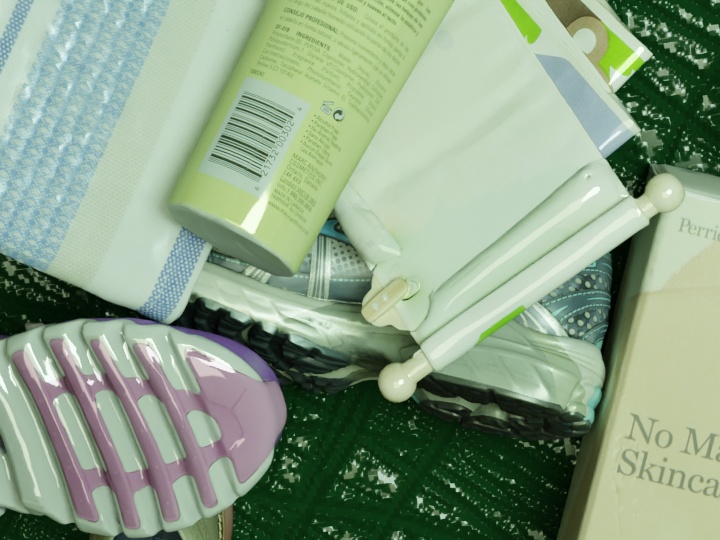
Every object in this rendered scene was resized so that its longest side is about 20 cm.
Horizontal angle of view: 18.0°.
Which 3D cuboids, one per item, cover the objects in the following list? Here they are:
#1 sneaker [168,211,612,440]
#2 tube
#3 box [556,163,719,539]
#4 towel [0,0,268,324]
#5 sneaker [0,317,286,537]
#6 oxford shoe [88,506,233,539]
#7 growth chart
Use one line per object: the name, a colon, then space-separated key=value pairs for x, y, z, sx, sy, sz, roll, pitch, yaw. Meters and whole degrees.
sneaker: x=0.000 y=0.000 z=0.850 sx=0.199 sy=0.078 sz=0.087 roll=15 pitch=71 yaw=9
tube: x=0.001 y=-0.095 z=0.791 sx=0.052 sy=0.058 sz=0.201 roll=18 pitch=77 yaw=41
box: x=0.129 y=0.070 z=0.839 sx=0.094 sy=0.078 sz=0.202 roll=12 pitch=100 yaw=2
towel: x=-0.115 y=-0.084 z=0.768 sx=0.199 sy=0.024 sz=0.148 roll=26 pitch=81 yaw=-28
sneaker: x=-0.115 y=0.053 z=0.837 sx=0.199 sy=0.088 sz=0.081 roll=-10 pitch=102 yaw=23
oxford shoe: x=-0.086 y=0.169 z=0.871 sx=0.070 sy=0.074 sz=0.202 roll=0 pitch=99 yaw=4
growth chart: x=0.031 y=-0.072 z=0.809 sx=0.144 sy=0.018 sz=0.201 roll=-30 pitch=66 yaw=10
